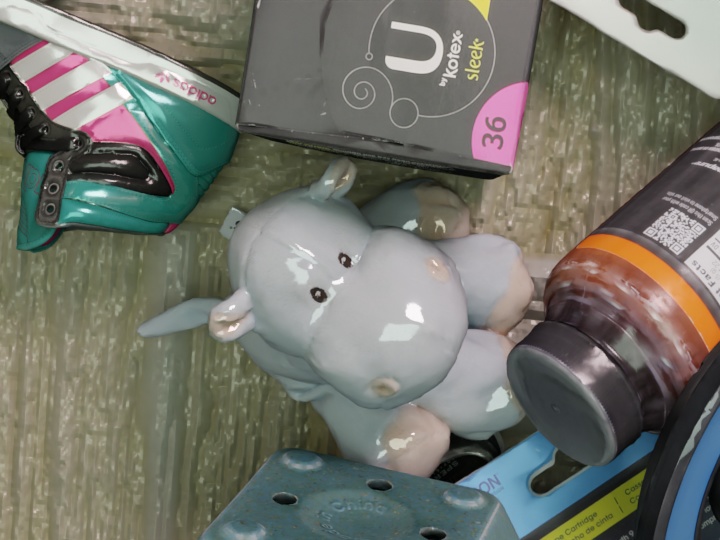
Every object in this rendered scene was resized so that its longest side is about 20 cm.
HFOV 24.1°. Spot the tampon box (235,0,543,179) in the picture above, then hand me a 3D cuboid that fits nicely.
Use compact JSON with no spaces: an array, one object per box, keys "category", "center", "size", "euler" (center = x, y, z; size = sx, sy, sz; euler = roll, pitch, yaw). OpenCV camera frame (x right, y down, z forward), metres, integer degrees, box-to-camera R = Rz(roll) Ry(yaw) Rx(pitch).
[{"category":"tampon box","center":[0.020,-0.127,0.804],"size":[0.125,0.200,0.152],"euler":[9,93,1]}]

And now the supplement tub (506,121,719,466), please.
[{"category":"supplement tub","center":[0.163,0.007,0.830],"size":[0.199,0.107,0.107],"euler":[-38,94,-22]}]

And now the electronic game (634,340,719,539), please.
[{"category":"electronic game","center":[0.199,0.092,0.803],"size":[0.041,0.199,0.202],"euler":[30,98,40]}]

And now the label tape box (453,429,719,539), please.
[{"category":"label tape box","center":[0.142,0.166,0.893],"size":[0.142,0.066,0.201],"euler":[-32,92,-8]}]

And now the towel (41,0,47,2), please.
[{"category":"towel","center":[-0.137,-0.248,0.885],"size":[0.200,0.034,0.133],"euler":[-40,94,6]}]

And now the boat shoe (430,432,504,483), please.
[{"category":"boat shoe","center":[-0.006,0.148,0.905],"size":[0.200,0.071,0.072],"euler":[-45,93,6]}]

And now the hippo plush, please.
[{"category":"hippo plush","center":[0.000,0.000,0.825],"size":[0.199,0.161,0.160],"euler":[34,75,15]}]

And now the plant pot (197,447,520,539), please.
[{"category":"plant pot","center":[-0.012,0.202,0.787],"size":[0.194,0.196,0.202],"euler":[11,109,14]}]

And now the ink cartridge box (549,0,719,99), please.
[{"category":"ink cartridge box","center":[0.184,-0.201,0.861],"size":[0.116,0.068,0.201],"euler":[30,96,-3]}]

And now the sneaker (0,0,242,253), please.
[{"category":"sneaker","center":[-0.168,-0.072,0.885],"size":[0.198,0.084,0.122],"euler":[23,87,-2]}]
